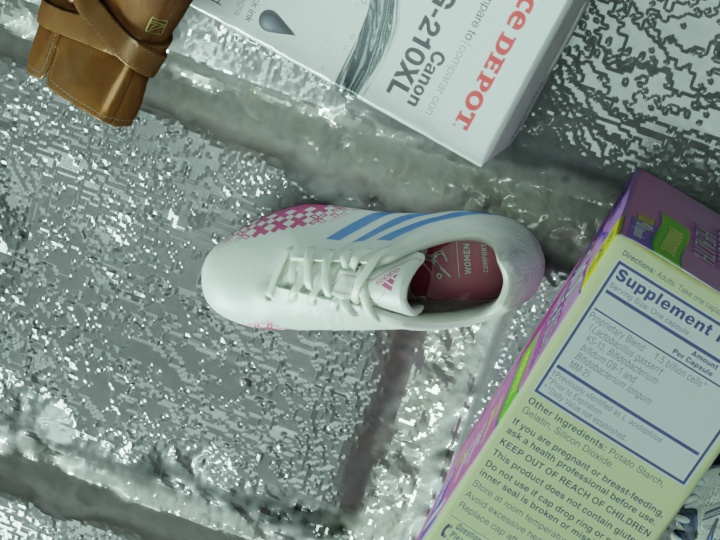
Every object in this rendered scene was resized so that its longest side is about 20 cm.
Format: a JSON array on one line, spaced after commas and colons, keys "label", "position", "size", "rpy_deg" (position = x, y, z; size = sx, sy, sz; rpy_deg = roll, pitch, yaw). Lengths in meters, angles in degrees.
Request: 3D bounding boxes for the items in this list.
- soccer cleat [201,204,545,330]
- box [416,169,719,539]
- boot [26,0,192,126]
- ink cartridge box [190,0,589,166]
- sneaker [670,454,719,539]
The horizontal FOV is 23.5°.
[{"label": "soccer cleat", "position": [0.000, 0.000, 0.949], "size": [0.200, 0.086, 0.070], "rpy_deg": [-5, 102, 14]}, {"label": "box", "position": [0.126, 0.068, 0.890], "size": [0.097, 0.176, 0.200], "rpy_deg": [32, 108, 3]}, {"label": "boot", "position": [-0.134, -0.173, 0.899], "size": [0.200, 0.077, 0.156], "rpy_deg": [40, 115, 46]}, {"label": "ink cartridge box", "position": [0.019, -0.167, 0.906], "size": [0.200, 0.084, 0.145], "rpy_deg": [29, 108, 5]}, {"label": "sneaker", "position": [0.201, 0.142, 0.953], "size": [0.085, 0.077, 0.200], "rpy_deg": [45, 101, 10]}]
